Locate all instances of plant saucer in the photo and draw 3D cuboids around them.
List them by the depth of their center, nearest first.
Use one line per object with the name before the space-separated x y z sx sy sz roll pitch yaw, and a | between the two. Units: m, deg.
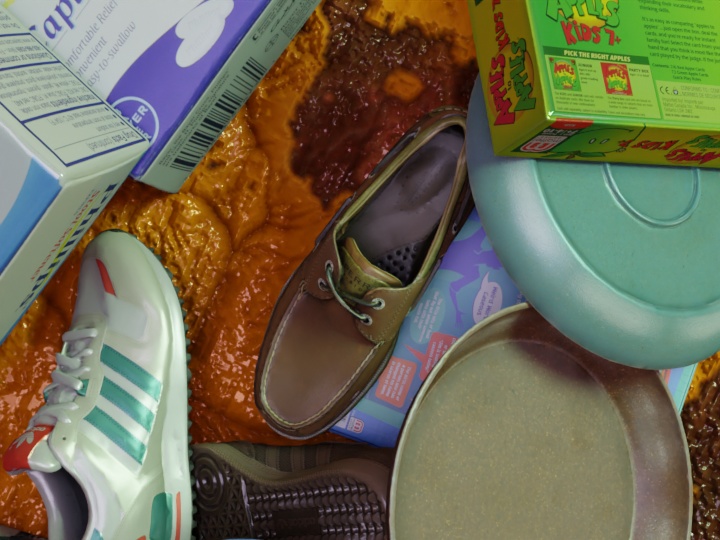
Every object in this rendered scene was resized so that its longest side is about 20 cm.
plant saucer | 0.087 0.116 0.693 0.198 0.034 0.203 2 87 -34
plant saucer | 0.145 -0.050 0.720 0.198 0.027 0.202 10 69 -26

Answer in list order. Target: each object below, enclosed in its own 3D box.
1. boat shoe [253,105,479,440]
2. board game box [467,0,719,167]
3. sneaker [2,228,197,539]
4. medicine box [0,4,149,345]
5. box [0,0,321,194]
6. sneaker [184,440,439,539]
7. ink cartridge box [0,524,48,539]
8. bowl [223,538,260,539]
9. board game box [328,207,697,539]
boat shoe | 0.000 0.000 0.729 0.072 0.068 0.201 30 94 7
board game box | 0.152 -0.109 0.700 0.198 0.048 0.103 0 72 -29
sneaker | -0.148 0.076 0.760 0.070 0.093 0.202 -13 80 50
medicine box | -0.243 -0.054 0.694 0.200 0.103 0.182 42 110 4
box | -0.133 -0.177 0.766 0.199 0.105 0.185 38 94 4
sneaker | -0.029 0.127 0.758 0.199 0.075 0.071 -1 94 46
ink cartridge box | -0.209 0.229 0.788 0.198 0.086 0.148 16 93 4
bowl | -0.050 0.233 0.682 0.198 0.039 0.203 4 106 14
board game box | 0.084 0.045 0.777 0.198 0.045 0.154 20 92 6
